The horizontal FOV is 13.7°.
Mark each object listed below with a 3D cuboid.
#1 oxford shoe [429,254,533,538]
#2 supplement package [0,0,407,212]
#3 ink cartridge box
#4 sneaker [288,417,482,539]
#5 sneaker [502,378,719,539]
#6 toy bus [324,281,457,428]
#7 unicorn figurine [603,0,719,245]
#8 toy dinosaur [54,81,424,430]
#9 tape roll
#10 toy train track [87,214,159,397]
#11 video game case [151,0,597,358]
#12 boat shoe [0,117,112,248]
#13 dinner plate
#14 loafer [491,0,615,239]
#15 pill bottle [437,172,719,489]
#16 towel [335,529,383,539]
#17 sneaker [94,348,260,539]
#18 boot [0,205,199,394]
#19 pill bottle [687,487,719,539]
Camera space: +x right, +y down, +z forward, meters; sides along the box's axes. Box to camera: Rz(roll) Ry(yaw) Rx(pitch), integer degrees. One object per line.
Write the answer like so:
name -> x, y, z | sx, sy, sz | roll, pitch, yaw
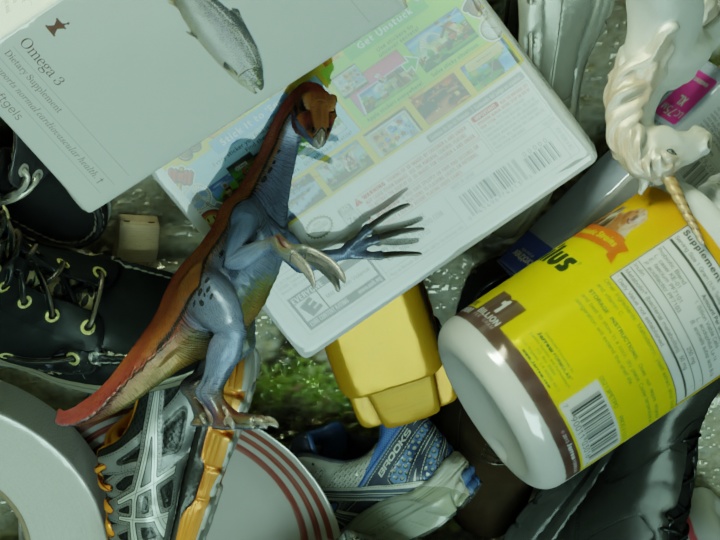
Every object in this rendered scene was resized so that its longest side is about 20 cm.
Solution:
oxford shoe -> 0.083, 0.094, 1.794 | 0.072, 0.085, 0.200 | -5, 129, -9
supplement package -> -0.095, -0.146, 1.507 | 0.200, 0.117, 0.117 | -32, 124, 13
ink cartridge box -> 0.162, -0.011, 1.716 | 0.200, 0.042, 0.119 | -46, 125, -5
sneaker -> -0.021, 0.136, 1.820 | 0.200, 0.077, 0.085 | -28, 95, 29
sneaker -> 0.174, 0.127, 1.814 | 0.200, 0.091, 0.076 | -55, 160, 21
toy bus -> 0.000, 0.000, 1.696 | 0.065, 0.078, 0.200 | -18, 113, 3
unicorn figurine -> 0.173, -0.137, 1.606 | 0.137, 0.074, 0.200 | -36, 119, -33
toy dinosaur -> -0.066, -0.008, 1.569 | 0.199, 0.105, 0.182 | 0, 88, 1
tape roll -> -0.243, 0.152, 1.771 | 0.202, 0.037, 0.203 | 2, 118, 4
toy train track -> -0.141, 0.057, 1.754 | 0.114, 0.033, 0.200 | 2, 128, -13
video game case -> -0.004, -0.075, 1.609 | 0.200, 0.023, 0.182 | -34, 111, 12
boat shoe -> -0.205, -0.069, 1.626 | 0.074, 0.060, 0.200 | -31, 127, 12
dinner plate -> -0.106, 0.161, 1.791 | 0.199, 0.024, 0.201 | 4, 117, 8
loafer -> 0.088, -0.110, 1.650 | 0.070, 0.070, 0.200 | 7, 117, -12
pill bottle -> 0.149, 0.024, 1.635 | 0.200, 0.109, 0.109 | -33, 129, -11
towel -> 0.002, 0.250, 1.807 | 0.192, 0.035, 0.200 | 25, 120, -37
sneaker -> -0.119, 0.124, 1.722 | 0.077, 0.078, 0.201 | 18, 105, 0
boot -> -0.176, 0.005, 1.620 | 0.203, 0.074, 0.154 | 6, 159, 10
pill bottle -> 0.155, 0.226, 1.893 | 0.200, 0.109, 0.109 | -28, 127, 11
